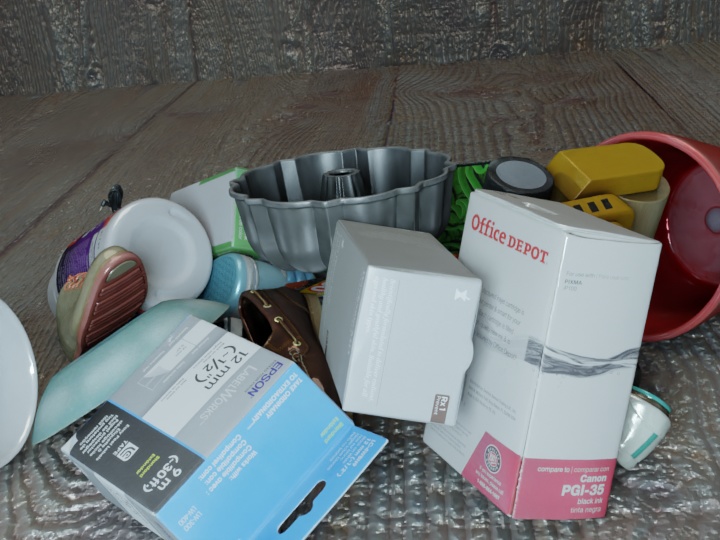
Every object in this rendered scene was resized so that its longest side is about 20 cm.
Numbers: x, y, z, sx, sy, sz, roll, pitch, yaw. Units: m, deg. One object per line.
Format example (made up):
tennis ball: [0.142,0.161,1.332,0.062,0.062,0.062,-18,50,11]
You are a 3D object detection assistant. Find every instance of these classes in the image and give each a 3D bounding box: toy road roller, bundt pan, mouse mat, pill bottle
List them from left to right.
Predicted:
pill bottle: [-0.239,0.005,1.247,0.111,0.112,0.200,-18,-2,-37]
bundt pan: [-0.013,-0.051,1.097,0.201,0.076,0.202,-5,17,2]
mouse mat: [0.093,-0.035,1.254,0.160,0.200,0.008,-6,48,-1]
toy road roller: [0.192,-0.015,1.051,0.200,0.123,0.146,-11,41,-28]

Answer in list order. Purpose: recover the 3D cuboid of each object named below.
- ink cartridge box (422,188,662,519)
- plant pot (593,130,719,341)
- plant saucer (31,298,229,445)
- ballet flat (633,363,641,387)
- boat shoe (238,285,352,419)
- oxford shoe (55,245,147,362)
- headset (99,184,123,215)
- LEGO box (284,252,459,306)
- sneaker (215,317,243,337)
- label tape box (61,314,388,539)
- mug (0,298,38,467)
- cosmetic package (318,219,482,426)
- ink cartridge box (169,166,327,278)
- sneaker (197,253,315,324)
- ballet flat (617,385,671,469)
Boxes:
ink cartridge box: [0.124,0.055,0.885,0.083,0.201,0.146,5,12,-23]
plant pot: [0.313,-0.040,1.209,0.200,0.201,0.177,11,15,42]
plant saucer: [-0.203,0.073,1.054,0.201,0.039,0.201,-34,6,4]
ballet flat: [0.195,0.076,1.088,0.066,0.057,0.200,9,10,-2]
boat shoe: [-0.059,0.082,1.024,0.070,0.071,0.200,10,27,-22]
oxford shoe: [-0.245,0.029,1.120,0.070,0.200,0.075,-30,73,-35]
headset: [-0.250,-0.027,1.457,0.123,0.094,0.200,-14,31,-27]
LEGO box: [0.047,0.049,1.156,0.199,0.077,0.149,-11,18,-17]
sneaker: [-0.137,0.095,1.059,0.079,0.079,0.200,0,19,-3]
label tape box: [-0.100,0.122,0.878,0.143,0.066,0.200,-47,37,-21]
mug: [-0.379,0.116,0.986,0.175,0.148,0.200,-10,44,22]
cosmetic package: [0.023,0.032,0.914,0.090,0.107,0.200,9,8,-6]
ink cartridge box: [-0.081,-0.040,1.305,0.200,0.084,0.145,8,-13,-35]
sneaker: [-0.116,0.038,1.269,0.130,0.080,0.200,13,-12,-30]
ballet flat: [0.154,0.103,0.978,0.069,0.070,0.200,-15,20,-29]
